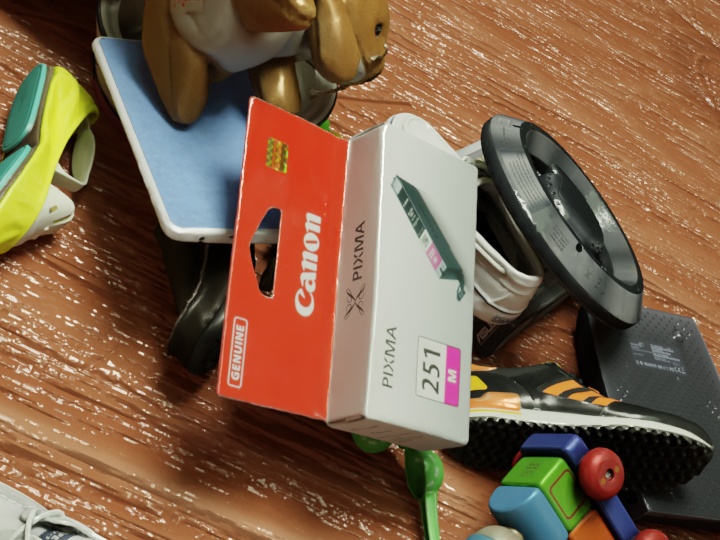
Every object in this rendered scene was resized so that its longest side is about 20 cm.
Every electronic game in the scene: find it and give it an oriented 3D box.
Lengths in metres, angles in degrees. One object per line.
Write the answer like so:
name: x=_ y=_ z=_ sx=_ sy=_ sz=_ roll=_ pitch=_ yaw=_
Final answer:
electronic game: x=0.162 y=-0.041 z=0.905 sx=0.200 sy=0.042 sz=0.200 roll=42 pitch=26 yaw=-27

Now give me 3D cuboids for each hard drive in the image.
hard drive: x=0.246 y=0.119 z=0.931 sx=0.135 sy=0.042 sz=0.200 roll=12 pitch=49 yaw=-25

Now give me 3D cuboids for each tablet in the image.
tablet: x=-0.102 y=-0.092 z=0.783 sx=0.130 sy=0.014 sz=0.200 roll=0 pitch=46 yaw=-33

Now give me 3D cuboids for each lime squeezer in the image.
lime squeezer: x=0.011 y=0.133 z=0.777 sx=0.071 sy=0.038 sz=0.200 roll=-41 pitch=80 yaw=-16

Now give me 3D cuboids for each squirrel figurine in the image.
squirrel figurine: x=-0.060 y=-0.207 z=0.806 sx=0.186 sy=0.141 sz=0.200 roll=-12 pitch=68 yaw=-49

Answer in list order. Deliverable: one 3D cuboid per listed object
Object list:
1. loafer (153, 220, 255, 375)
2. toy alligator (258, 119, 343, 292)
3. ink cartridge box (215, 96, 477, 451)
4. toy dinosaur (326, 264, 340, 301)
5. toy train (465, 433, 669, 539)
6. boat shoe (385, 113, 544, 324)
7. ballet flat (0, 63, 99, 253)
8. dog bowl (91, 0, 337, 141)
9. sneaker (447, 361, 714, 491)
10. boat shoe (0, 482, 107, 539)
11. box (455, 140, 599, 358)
loafer: x=-0.113 y=-0.008 z=0.791 sx=0.071 sy=0.073 sz=0.200 roll=19 pitch=37 yaw=-11
toy alligator: x=-0.032 y=-0.045 z=0.877 sx=0.054 sy=0.059 sz=0.200 roll=26 pitch=43 yaw=-12
ink cartridge box: x=0.000 y=0.000 z=0.722 sx=0.173 sy=0.043 sz=0.201 roll=21 pitch=65 yaw=-39
toy dinosaur: x=-0.001 y=0.000 z=0.806 sx=0.135 sy=0.086 sz=0.200 roll=35 pitch=61 yaw=-31
toy train: x=0.151 y=0.219 z=0.764 sx=0.116 sy=0.085 sz=0.200 roll=-40 pitch=105 yaw=-30
boat shoe: x=0.083 y=-0.056 z=0.888 sx=0.073 sy=0.065 sz=0.200 roll=-13 pitch=62 yaw=-39
ballet flat: x=-0.220 y=-0.065 z=0.772 sx=0.067 sy=0.067 sz=0.200 roll=40 pitch=36 yaw=-29
dog bowl: x=-0.122 y=-0.157 z=0.906 sx=0.200 sy=0.074 sz=0.200 roll=19 pitch=44 yaw=-19
sneaker: x=0.161 y=0.103 z=0.842 sx=0.199 sy=0.070 sz=0.090 roll=7 pitch=43 yaw=-3
boat shoe: x=-0.164 y=0.160 z=0.601 sx=0.200 sy=0.069 sz=0.072 roll=39 pitch=42 yaw=2
box: x=0.119 y=-0.032 z=0.975 sx=0.158 sy=0.048 sz=0.200 roll=48 pitch=43 yaw=13
